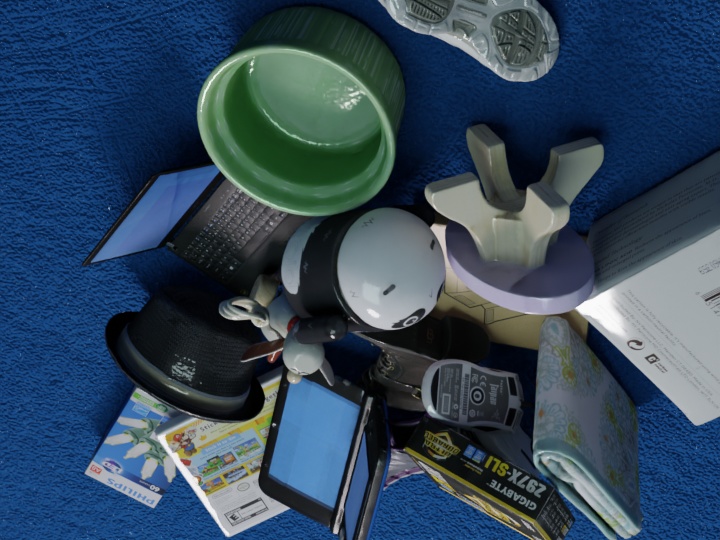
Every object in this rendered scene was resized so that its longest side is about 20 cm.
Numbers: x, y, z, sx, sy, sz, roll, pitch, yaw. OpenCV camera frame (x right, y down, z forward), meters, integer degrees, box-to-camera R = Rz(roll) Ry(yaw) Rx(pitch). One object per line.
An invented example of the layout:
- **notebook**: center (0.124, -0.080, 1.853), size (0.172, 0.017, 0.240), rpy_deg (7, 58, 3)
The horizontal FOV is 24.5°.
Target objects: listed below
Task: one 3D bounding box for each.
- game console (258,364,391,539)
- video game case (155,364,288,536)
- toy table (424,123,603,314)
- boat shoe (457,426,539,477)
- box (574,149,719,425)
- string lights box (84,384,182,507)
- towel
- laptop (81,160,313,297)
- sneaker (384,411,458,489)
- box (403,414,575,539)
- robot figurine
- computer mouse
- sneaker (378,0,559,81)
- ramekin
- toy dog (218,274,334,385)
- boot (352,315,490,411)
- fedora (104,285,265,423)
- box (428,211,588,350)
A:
- **game console**: center (-0.044, 0.227, 1.861), size (0.118, 0.171, 0.201), rpy_deg (9, 119, -8)
- **video game case**: center (-0.115, 0.213, 1.981), size (0.199, 0.023, 0.182), rpy_deg (-26, 121, 8)
- **toy table**: center (0.149, -0.054, 1.602), size (0.200, 0.183, 0.118), rpy_deg (36, 141, 47)
- **boat shoe**: center (0.141, 0.189, 1.870), size (0.071, 0.072, 0.200), rpy_deg (-4, 142, 25)
- **box**: center (0.349, 0.015, 1.617), size (0.199, 0.131, 0.200), rpy_deg (43, 131, -19)
- **string lights box**: center (-0.256, 0.201, 2.047), size (0.103, 0.059, 0.200), rpy_deg (28, 133, -8)
- **towel**: center (0.239, 0.170, 1.746), size (0.048, 0.172, 0.200), rpy_deg (-19, 135, 26)
- **laptop**: center (-0.162, -0.029, 1.779), size (0.200, 0.103, 0.177), rpy_deg (35, 133, -12)
- **sneaker**: center (0.021, 0.208, 1.923), size (0.199, 0.075, 0.088), rpy_deg (-23, 141, 14)
- **box**: center (0.141, 0.230, 1.769), size (0.159, 0.049, 0.200), rpy_deg (29, 171, 20)
- **robot figurine**: center (0.000, 0.002, 1.660), size (0.124, 0.151, 0.200), rpy_deg (7, 174, -32)
- **computer mouse**: center (0.140, 0.138, 1.770), size (0.199, 0.110, 0.044), rpy_deg (14, 166, -30)
- **sneaker**: center (0.096, -0.240, 1.529), size (0.200, 0.099, 0.078), rpy_deg (24, 99, -29)
- **ramekin**: center (-0.051, -0.161, 1.626), size (0.199, 0.098, 0.201), rpy_deg (10, 132, 11)
- **toy dog**: center (-0.081, 0.078, 1.777), size (0.131, 0.200, 0.097), rpy_deg (21, 106, 8)
- **boot**: center (0.034, 0.098, 1.827), size (0.199, 0.069, 0.174), rpy_deg (21, 148, -11)
- **fedora**: center (-0.183, 0.082, 1.856), size (0.200, 0.201, 0.092), rpy_deg (28, 113, -6)
- **box**: center (0.147, 0.014, 1.762), size (0.199, 0.021, 0.164), rpy_deg (10, 135, 12)
